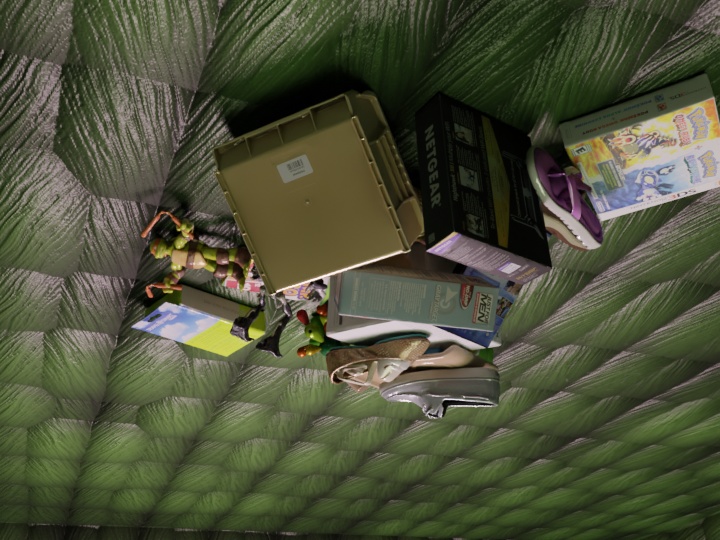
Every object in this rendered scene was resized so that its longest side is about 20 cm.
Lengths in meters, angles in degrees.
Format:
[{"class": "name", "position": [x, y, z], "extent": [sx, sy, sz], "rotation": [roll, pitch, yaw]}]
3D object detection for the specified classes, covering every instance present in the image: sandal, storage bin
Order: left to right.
[{"class": "storage bin", "position": [-0.050, -0.094, 0.955], "extent": [0.200, 0.094, 0.199], "rotation": [-17, 104, 23]}, {"class": "sandal", "position": [0.274, -0.101, 1.006], "extent": [0.050, 0.083, 0.203], "rotation": [-22, 141, 31]}]

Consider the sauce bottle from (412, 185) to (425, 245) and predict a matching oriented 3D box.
[{"class": "sauce bottle", "position": [0.084, -0.072, 1.064], "extent": [0.200, 0.066, 0.066], "rotation": [24, 140, -37]}]

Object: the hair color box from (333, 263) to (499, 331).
[{"class": "hair color box", "position": [0.069, 0.032, 1.022], "extent": [0.199, 0.061, 0.099], "rotation": [6, -173, -6]}]

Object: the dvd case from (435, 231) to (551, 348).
[{"class": "dvd case", "position": [0.188, 0.007, 1.126], "extent": [0.143, 0.018, 0.200], "rotation": [24, 97, -42]}]

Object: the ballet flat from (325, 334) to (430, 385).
[{"class": "ballet flat", "position": [0.027, 0.145, 1.225], "extent": [0.200, 0.065, 0.070], "rotation": [-17, 152, 41]}]

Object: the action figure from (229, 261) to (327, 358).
[{"class": "action figure", "position": [-0.114, 0.017, 1.139], "extent": [0.119, 0.200, 0.102], "rotation": [24, 176, 9]}]

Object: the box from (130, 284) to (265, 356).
[{"class": "box", "position": [-0.281, 0.088, 1.370], "extent": [0.200, 0.048, 0.122], "rotation": [23, 140, -37]}]

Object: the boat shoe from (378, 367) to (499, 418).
[{"class": "boat shoe", "position": [0.127, 0.203, 1.271], "extent": [0.200, 0.072, 0.070], "rotation": [-8, 157, 15]}]

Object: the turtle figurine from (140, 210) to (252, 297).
[{"class": "turtle figurine", "position": [-0.248, -0.016, 1.176], "extent": [0.161, 0.065, 0.200], "rotation": [15, 136, -11]}]

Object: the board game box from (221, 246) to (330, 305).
[{"class": "board game box", "position": [-0.117, 0.013, 1.283], "extent": [0.199, 0.030, 0.096], "rotation": [10, 147, -27]}]

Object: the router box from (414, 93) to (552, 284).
[{"class": "router box", "position": [0.147, -0.097, 0.947], "extent": [0.157, 0.201, 0.052], "rotation": [18, 145, -31]}]

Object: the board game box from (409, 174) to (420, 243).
[{"class": "board game box", "position": [0.111, -0.093, 1.120], "extent": [0.200, 0.028, 0.135], "rotation": [-19, 147, 23]}]

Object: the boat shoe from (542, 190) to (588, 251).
[{"class": "boat shoe", "position": [0.295, -0.086, 1.113], "extent": [0.202, 0.075, 0.075], "rotation": [17, 121, -46]}]

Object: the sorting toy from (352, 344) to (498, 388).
[{"class": "sorting toy", "position": [0.108, 0.164, 1.320], "extent": [0.200, 0.037, 0.185], "rotation": [-16, 154, 30]}]

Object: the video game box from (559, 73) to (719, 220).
[{"class": "video game box", "position": [0.379, -0.152, 1.030], "extent": [0.182, 0.047, 0.200], "rotation": [-19, 146, 22]}]

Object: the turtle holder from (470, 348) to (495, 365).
[{"class": "turtle holder", "position": [0.176, 0.159, 1.445], "extent": [0.132, 0.141, 0.185], "rotation": [20, 144, -33]}]

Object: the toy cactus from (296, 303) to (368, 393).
[{"class": "toy cactus", "position": [-0.048, 0.149, 1.388], "extent": [0.102, 0.165, 0.200], "rotation": [-36, 156, -8]}]

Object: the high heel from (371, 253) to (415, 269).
[{"class": "high heel", "position": [0.000, 0.000, 1.164], "extent": [0.200, 0.071, 0.143], "rotation": [33, 146, 13]}]

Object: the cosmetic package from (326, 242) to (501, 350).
[{"class": "cosmetic package", "position": [0.087, 0.055, 1.239], "extent": [0.200, 0.123, 0.199], "rotation": [-13, 154, 40]}]
